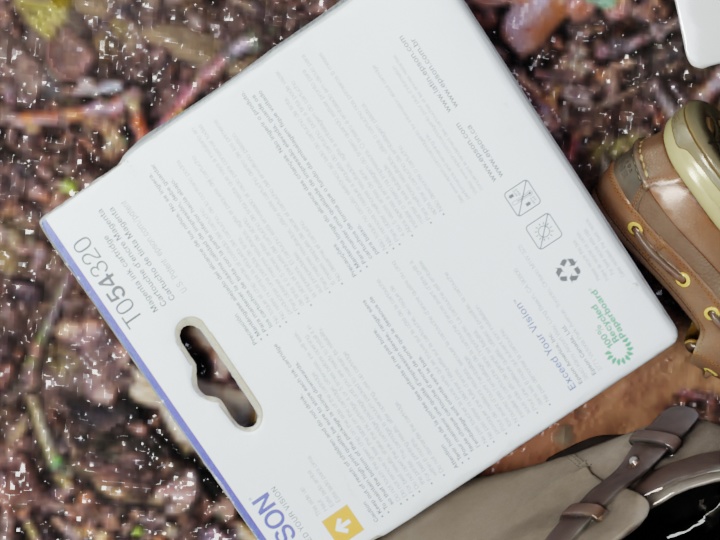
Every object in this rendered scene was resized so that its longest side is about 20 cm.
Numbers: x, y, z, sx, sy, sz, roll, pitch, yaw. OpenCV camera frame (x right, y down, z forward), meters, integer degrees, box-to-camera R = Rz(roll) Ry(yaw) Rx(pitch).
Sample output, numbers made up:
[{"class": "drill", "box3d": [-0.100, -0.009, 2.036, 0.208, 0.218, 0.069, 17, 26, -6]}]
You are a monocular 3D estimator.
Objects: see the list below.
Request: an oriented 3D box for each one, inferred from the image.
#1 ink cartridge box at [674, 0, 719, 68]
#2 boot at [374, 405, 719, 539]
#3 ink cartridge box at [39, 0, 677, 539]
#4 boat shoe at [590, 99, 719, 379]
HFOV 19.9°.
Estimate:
[{"class": "ink cartridge box", "box3d": [0.213, -0.162, 0.905, 0.198, 0.067, 0.117, -14, 95, -12]}, {"class": "boot", "box3d": [0.072, 0.123, 0.844, 0.199, 0.146, 0.071, -36, 100, -8]}, {"class": "ink cartridge box", "box3d": [0.000, 0.000, 0.872, 0.199, 0.043, 0.197, -33, 98, 6]}, {"class": "boat shoe", "box3d": [0.176, 0.019, 0.910, 0.067, 0.072, 0.201, -31, 107, 24]}]
